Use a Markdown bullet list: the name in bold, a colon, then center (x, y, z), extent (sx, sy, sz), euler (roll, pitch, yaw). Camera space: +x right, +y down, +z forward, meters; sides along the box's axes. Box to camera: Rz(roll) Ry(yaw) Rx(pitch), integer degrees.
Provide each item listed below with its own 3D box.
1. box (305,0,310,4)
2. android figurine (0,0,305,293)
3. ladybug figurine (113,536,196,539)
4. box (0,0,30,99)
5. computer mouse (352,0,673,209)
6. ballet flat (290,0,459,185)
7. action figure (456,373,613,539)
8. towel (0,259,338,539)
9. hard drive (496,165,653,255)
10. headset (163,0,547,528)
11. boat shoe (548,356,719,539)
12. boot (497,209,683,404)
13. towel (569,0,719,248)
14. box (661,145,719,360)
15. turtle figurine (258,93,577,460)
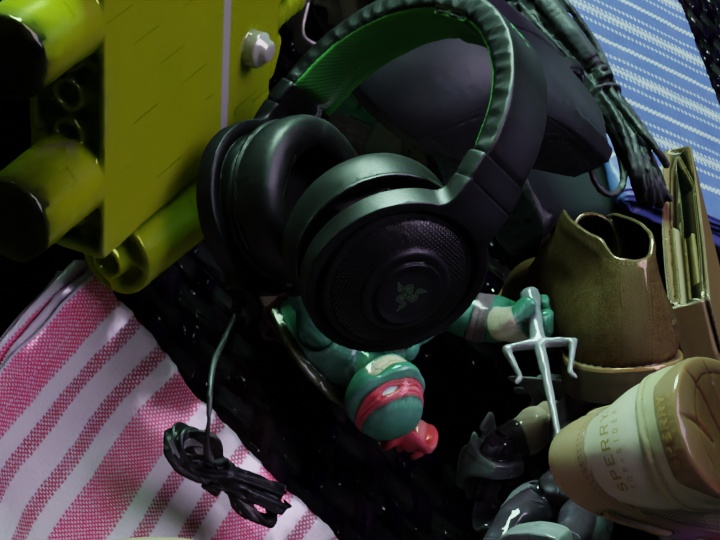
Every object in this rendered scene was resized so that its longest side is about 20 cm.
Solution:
- **box**: center (-0.020, -0.213, 0.915), extent (0.101, 0.200, 0.113), euler (9, 55, -50)
- **android figurine**: center (-0.071, -0.086, 0.732), extent (0.041, 0.183, 0.200), euler (17, 33, 20)
- **ladybug figurine**: center (-0.046, 0.165, 0.649), extent (0.200, 0.072, 0.136), euler (38, 63, -20)
- **box**: center (-0.103, -0.191, 0.774), extent (0.104, 0.201, 0.182), euler (16, 28, 17)
- **computer mouse**: center (0.071, -0.095, 0.937), extent (0.200, 0.053, 0.139), euler (0, 52, -50)
- **ballet flat**: center (0.002, -0.093, 0.984), extent (0.074, 0.074, 0.201), euler (19, 46, -45)
- **action figure**: center (0.087, 0.102, 0.863), extent (0.200, 0.130, 0.070), euler (-40, 121, -49)
- **towel**: center (-0.067, 0.105, 0.735), extent (0.200, 0.030, 0.147), euler (48, 33, -14)
- **hard drive**: center (0.109, -0.085, 1.137), extent (0.200, 0.033, 0.140), euler (-12, 72, -57)
- **headset**: center (-0.004, -0.007, 0.733), extent (0.123, 0.200, 0.094), euler (26, -12, 50)
- **boat shoe**: center (0.141, 0.075, 0.803), extent (0.200, 0.064, 0.072), euler (22, 53, -54)
- **boot**: center (0.107, 0.005, 0.943), extent (0.200, 0.073, 0.076), euler (-134, -141, -79)
- **towel**: center (0.164, -0.105, 1.184), extent (0.144, 0.024, 0.201), euler (17, 48, -43)
- **box**: center (0.182, 0.060, 1.019), extent (0.164, 0.021, 0.201), euler (-79, 154, -61)
- **turtle figurine**: center (0.000, 0.000, 0.854), extent (0.150, 0.101, 0.200), euler (29, 27, -51)
